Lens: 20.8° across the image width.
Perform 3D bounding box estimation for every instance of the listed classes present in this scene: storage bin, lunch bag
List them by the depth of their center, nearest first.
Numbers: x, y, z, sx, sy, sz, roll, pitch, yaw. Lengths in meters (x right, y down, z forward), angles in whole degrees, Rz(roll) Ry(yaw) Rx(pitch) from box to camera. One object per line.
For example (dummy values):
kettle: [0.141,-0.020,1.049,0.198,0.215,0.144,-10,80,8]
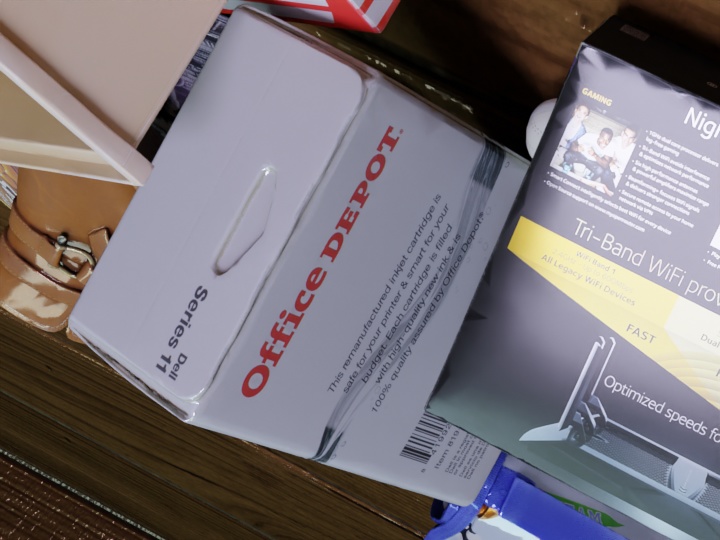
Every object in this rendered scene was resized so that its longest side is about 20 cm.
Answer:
storage bin: [-0.175,-0.133,0.714,0.198,0.094,0.200,10,155,51]
lunch bag: [0.125,0.122,0.973,0.170,0.124,0.200,28,-171,-1]

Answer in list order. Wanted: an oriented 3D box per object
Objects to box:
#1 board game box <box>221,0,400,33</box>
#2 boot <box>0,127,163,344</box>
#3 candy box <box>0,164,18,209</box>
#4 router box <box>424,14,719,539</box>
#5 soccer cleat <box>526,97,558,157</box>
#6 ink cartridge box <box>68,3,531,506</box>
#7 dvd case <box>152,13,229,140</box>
board game box: [-0.090,-0.161,0.737,0.200,0.046,0.151,14,158,44]
boot: [-0.153,-0.045,0.986,0.200,0.077,0.155,25,132,-24]
candy box: [-0.179,-0.062,1.135,0.115,0.055,0.200,41,169,16]
router box: [0.143,0.023,0.700,0.200,0.158,0.052,27,-154,11]
soccer cleat: [0.146,0.001,0.753,0.200,0.078,0.069,30,164,1]
ink cartridge box: [0.000,0.000,0.788,0.083,0.147,0.200,31,-177,37]
dvd case: [-0.103,-0.098,1.007,0.148,0.016,0.200,24,162,19]
